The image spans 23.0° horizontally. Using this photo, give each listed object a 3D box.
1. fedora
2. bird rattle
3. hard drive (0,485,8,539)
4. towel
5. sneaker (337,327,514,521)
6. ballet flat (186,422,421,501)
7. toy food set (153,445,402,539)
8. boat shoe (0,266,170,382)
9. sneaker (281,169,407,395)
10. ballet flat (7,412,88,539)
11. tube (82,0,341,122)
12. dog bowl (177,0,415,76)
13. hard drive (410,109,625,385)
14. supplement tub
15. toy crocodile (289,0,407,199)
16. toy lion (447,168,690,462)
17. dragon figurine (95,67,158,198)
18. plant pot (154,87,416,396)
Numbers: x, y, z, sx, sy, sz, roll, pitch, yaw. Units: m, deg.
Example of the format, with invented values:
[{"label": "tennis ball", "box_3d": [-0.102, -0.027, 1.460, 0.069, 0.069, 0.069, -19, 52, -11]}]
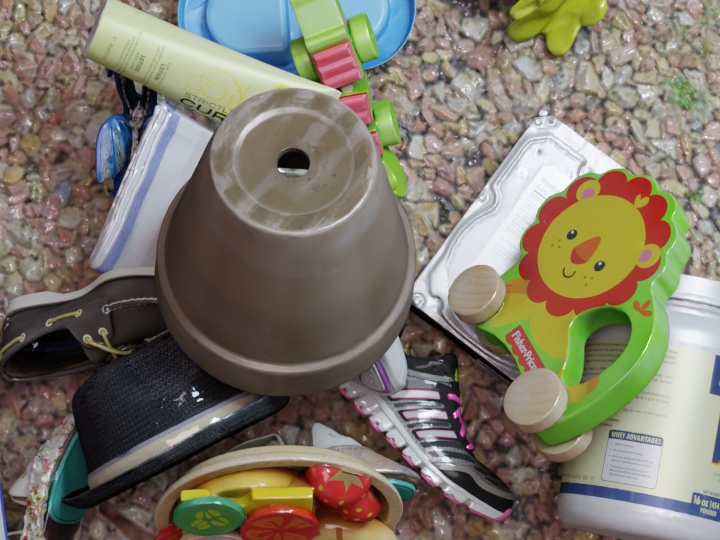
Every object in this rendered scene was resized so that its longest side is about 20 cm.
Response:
[{"label": "fedora", "box_3d": [-0.155, 0.105, 1.363, 0.199, 0.201, 0.092, -27, 87, -4]}, {"label": "bird rattle", "box_3d": [0.147, -0.294, 1.480, 0.161, 0.113, 0.202, 12, 78, 18]}, {"label": "hard drive", "box_3d": [-0.350, 0.130, 1.402, 0.131, 0.025, 0.203, -7, 92, 23]}, {"label": "towel", "box_3d": [-0.108, -0.029, 1.426, 0.199, 0.024, 0.148, 27, 82, -25]}, {"label": "sneaker", "box_3d": [0.060, 0.113, 1.423, 0.087, 0.074, 0.200, -45, 79, -1]}, {"label": "ballet flat", "box_3d": [-0.051, 0.159, 1.409, 0.198, 0.068, 0.068, -9, 60, 9]}, {"label": "toy food set", "box_3d": [-0.065, 0.195, 1.356, 0.195, 0.201, 0.049, -1, 57, -4]}, {"label": "boat shoe", "box_3d": [-0.206, 0.047, 1.394, 0.200, 0.072, 0.061, -14, 51, 34]}, {"label": "sneaker", "box_3d": [0.000, 0.000, 1.399, 0.099, 0.075, 0.202, -17, 74, -32]}, {"label": "ballet flat", "box_3d": [-0.256, 0.204, 1.412, 0.063, 0.076, 0.202, 6, 77, 21]}, {"label": "tube", "box_3d": [-0.118, -0.152, 1.394, 0.198, 0.058, 0.052, 24, 75, -15]}, {"label": "dog bowl", "box_3d": [-0.053, -0.213, 1.487, 0.197, 0.050, 0.113, -4, 81, -2]}, {"label": "hard drive", "box_3d": [0.146, -0.014, 1.463, 0.139, 0.038, 0.201, 37, 82, 5]}, {"label": "supplement tub", "box_3d": [0.239, 0.112, 1.388, 0.143, 0.145, 0.202, 11, 81, 1]}, {"label": "toy crocodile", "box_3d": [-0.011, -0.142, 1.432, 0.067, 0.062, 0.202, -15, 121, 6]}, {"label": "toy lion", "box_3d": [0.174, 0.019, 1.351, 0.191, 0.069, 0.201, -36, 42, 10]}, {"label": "dragon figurine", "box_3d": [-0.184, -0.094, 1.442, 0.058, 0.099, 0.203, 2, 81, 1]}, {"label": "plant pot", "box_3d": [-0.053, -0.035, 1.268, 0.197, 0.174, 0.202, 1, 63, -3]}]
